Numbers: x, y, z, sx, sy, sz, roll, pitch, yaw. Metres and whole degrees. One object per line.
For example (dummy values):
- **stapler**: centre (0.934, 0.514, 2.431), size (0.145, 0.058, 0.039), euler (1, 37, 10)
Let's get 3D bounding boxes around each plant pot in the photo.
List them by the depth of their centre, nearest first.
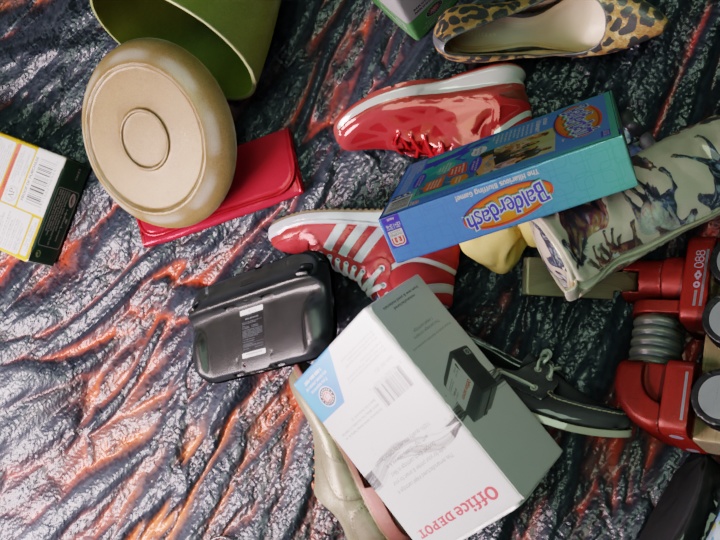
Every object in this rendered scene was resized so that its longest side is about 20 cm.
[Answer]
- **plant pot**: centre (-0.220, -0.139, 0.880), size (0.198, 0.027, 0.202), euler (9, 111, 23)
- **plant pot**: centre (-0.152, -0.317, 0.884), size (0.186, 0.187, 0.202), euler (19, 75, 19)

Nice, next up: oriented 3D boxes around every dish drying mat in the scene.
- **dish drying mat**: centre (-0.160, -0.089, 0.924), size (0.198, 0.018, 0.078), euler (-18, 77, 15)

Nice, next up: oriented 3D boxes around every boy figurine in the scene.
- **boy figurine**: centre (0.186, -0.062, 0.779), size (0.199, 0.064, 0.125), euler (-35, 43, 12)

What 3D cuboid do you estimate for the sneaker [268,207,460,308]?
- **sneaker**: centre (0.000, 0.000, 0.833), size (0.198, 0.071, 0.114), euler (-1, 79, 15)

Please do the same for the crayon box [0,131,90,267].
- **crayon box**: centre (-0.430, -0.099, 0.993), size (0.198, 0.052, 0.127), euler (21, 89, 18)

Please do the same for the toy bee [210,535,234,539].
- **toy bee**: centre (-0.120, 0.369, 0.803), size (0.199, 0.109, 0.132), euler (35, 95, 19)

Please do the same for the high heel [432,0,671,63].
- **high heel**: centre (0.171, -0.215, 0.770), size (0.198, 0.143, 0.072), euler (14, 127, 27)

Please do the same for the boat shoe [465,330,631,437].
- **boat shoe**: centre (0.154, 0.100, 0.771), size (0.198, 0.073, 0.063), euler (16, 91, 23)

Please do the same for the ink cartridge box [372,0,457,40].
- **ink cartridge box**: centre (0.056, -0.329, 0.791), size (0.146, 0.200, 0.084), euler (-45, 74, 7)

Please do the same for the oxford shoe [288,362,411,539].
- **oxford shoe**: centre (-0.028, 0.186, 0.819), size (0.075, 0.070, 0.201), euler (-35, 72, 17)

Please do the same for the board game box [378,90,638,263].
- **board game box**: centre (0.125, -0.081, 0.709), size (0.198, 0.152, 0.045), euler (-18, 108, 21)

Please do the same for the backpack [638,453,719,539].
- **backpack**: centre (0.328, 0.268, 0.668), size (0.199, 0.154, 0.164), euler (34, 86, 6)

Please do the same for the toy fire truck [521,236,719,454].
- **toy fire truck**: centre (0.248, 0.054, 0.730), size (0.199, 0.128, 0.178), euler (2, 69, 39)

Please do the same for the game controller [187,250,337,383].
- **game controller**: centre (-0.102, 0.050, 0.843), size (0.199, 0.042, 0.105), euler (-18, 79, 38)

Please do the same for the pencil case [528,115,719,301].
- **pencil case**: centre (0.232, -0.050, 0.684), size (0.199, 0.078, 0.090), euler (-28, 47, -5)

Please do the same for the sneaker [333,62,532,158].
- **sneaker**: centre (0.074, -0.123, 0.824), size (0.198, 0.078, 0.117), euler (-15, 77, 16)

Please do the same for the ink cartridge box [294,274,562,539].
- **ink cartridge box**: centre (0.055, 0.130, 0.746), size (0.200, 0.083, 0.145), euler (51, 133, 9)
